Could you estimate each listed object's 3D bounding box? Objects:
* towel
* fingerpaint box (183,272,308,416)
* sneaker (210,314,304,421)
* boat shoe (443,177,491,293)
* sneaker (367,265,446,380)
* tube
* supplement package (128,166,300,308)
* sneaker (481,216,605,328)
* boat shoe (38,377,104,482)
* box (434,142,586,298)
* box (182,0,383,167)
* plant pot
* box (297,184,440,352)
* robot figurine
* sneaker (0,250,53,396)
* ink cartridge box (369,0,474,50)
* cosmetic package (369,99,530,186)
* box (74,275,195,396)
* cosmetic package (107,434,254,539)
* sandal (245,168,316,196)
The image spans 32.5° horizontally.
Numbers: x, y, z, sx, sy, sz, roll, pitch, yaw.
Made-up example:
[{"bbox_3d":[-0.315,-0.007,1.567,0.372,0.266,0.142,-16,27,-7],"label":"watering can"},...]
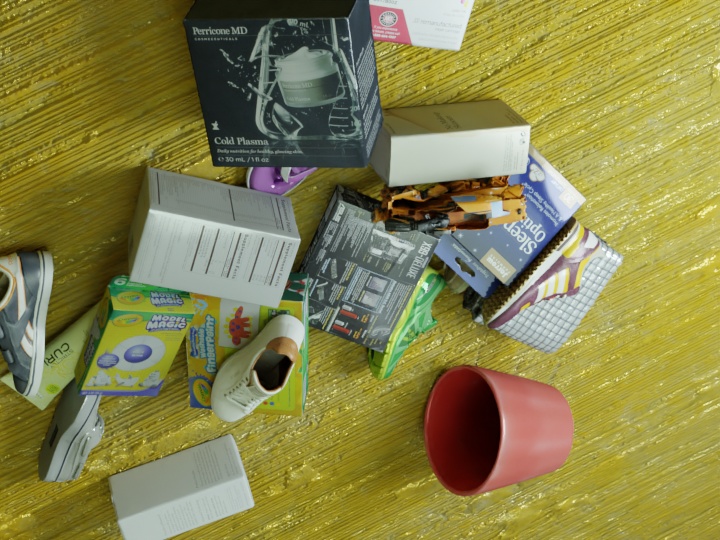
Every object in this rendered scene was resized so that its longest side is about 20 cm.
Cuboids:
[{"bbox_3d":[0.267,0.008,1.841,0.164,0.086,0.201,25,106,-25],"label":"towel"},{"bbox_3d":[-0.156,0.098,1.712,0.165,0.074,0.202,3,124,3],"label":"fingerpaint box"},{"bbox_3d":[-0.147,0.148,1.650,0.072,0.085,0.200,28,124,-15],"label":"sneaker"},{"bbox_3d":[0.158,-0.065,1.762,0.062,0.073,0.202,16,105,-21],"label":"boat shoe"},{"bbox_3d":[0.070,0.084,1.823,0.083,0.074,0.201,12,119,-26],"label":"sneaker"},{"bbox_3d":[-0.393,0.112,1.678,0.199,0.058,0.052,-39,168,14],"label":"tube"},{"bbox_3d":[-0.190,-0.041,1.592,0.198,0.114,0.110,12,120,-18],"label":"supplement package"},{"bbox_3d":[0.262,0.022,1.756,0.090,0.075,0.200,40,101,-21],"label":"sneaker"},{"bbox_3d":[-0.394,0.224,1.741,0.065,0.072,0.201,10,120,-32],"label":"boat shoe"},{"bbox_3d":[0.206,-0.065,1.717,0.121,0.032,0.200,40,95,-19],"label":"box"},{"bbox_3d":[-0.086,-0.235,1.463,0.197,0.125,0.198,1,126,12],"label":"box"},{"bbox_3d":[0.225,0.249,1.936,0.176,0.201,0.202,4,122,-33],"label":"plant pot"},{"bbox_3d":[0.000,0.000,1.725,0.156,0.050,0.201,20,115,-13],"label":"box"},{"bbox_3d":[0.110,-0.088,1.621,0.197,0.145,0.059,-5,107,-7],"label":"robot figurine"},{"bbox_3d":[-0.450,0.069,1.605,0.079,0.078,0.202,1,110,-26],"label":"sneaker"},{"bbox_3d":[0.072,-0.380,1.495,0.146,0.086,0.202,3,124,-22],"label":"ink cartridge box"},{"bbox_3d":[0.115,-0.171,1.642,0.198,0.104,0.074,-7,119,-18],"label":"cosmetic package"},{"bbox_3d":[-0.295,0.086,1.627,0.116,0.049,0.201,4,133,-29],"label":"box"},{"bbox_3d":[-0.268,0.331,1.845,0.198,0.102,0.075,-19,127,-7],"label":"cosmetic package"},{"bbox_3d":[-0.070,-0.160,1.613,0.202,0.050,0.082,-41,126,11],"label":"sandal"}]
